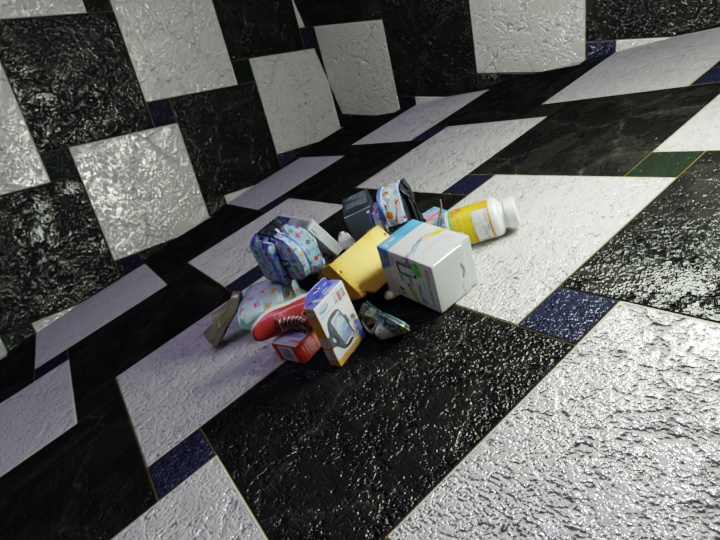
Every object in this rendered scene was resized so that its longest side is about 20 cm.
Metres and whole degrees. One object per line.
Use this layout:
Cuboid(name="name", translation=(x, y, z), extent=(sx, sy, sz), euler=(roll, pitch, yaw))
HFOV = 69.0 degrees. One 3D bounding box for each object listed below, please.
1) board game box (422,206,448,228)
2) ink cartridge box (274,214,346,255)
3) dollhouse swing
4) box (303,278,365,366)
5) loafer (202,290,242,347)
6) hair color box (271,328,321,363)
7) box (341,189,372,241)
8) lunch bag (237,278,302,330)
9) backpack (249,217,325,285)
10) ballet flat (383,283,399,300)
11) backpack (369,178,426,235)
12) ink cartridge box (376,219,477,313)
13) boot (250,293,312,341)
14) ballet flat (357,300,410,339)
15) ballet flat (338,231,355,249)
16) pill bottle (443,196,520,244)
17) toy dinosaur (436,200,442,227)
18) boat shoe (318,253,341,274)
Cuboid(name="board game box", translation=(0.233, -0.137, 1.684), extent=(0.151, 0.045, 0.200), euler=(-32, 24, -12))
Cuboid(name="ink cartridge box", translation=(-0.152, -0.097, 1.656), extent=(0.195, 0.200, 0.044), euler=(13, 66, 49))
Cuboid(name="dollhouse swing", translation=(0.000, 0.000, 1.512), extent=(0.200, 0.182, 0.176), euler=(-41, -13, -28))
Cuboid(name="box", translation=(-0.063, 0.119, 1.278), extent=(0.041, 0.201, 0.119), euler=(3, 37, 38))
Cuboid(name="loafer", translation=(-0.435, 0.146, 1.644), extent=(0.201, 0.068, 0.076), euler=(-60, 10, 9))
Cuboid(name="hair color box", translation=(-0.136, 0.161, 1.438), extent=(0.110, 0.064, 0.200), euler=(-2, 33, 45))
Cuboid(name="box", translation=(0.012, -0.176, 1.856), extent=(0.106, 0.149, 0.200), euler=(-23, 24, 7))
Cuboid(name="lunch bag", translation=(-0.283, 0.103, 1.631), extent=(0.169, 0.123, 0.200), euler=(-20, 19, 12))
Cuboid(name="backpack", translation=(-0.207, -0.046, 1.543), extent=(0.199, 0.184, 0.134), euler=(17, 47, 43))
Cuboid(name="ballet flat", translation=(0.102, 0.017, 1.492), extent=(0.066, 0.057, 0.200), euler=(-13, 28, 27))
Cuboid(name="backpack", translation=(0.111, -0.169, 1.568), extent=(0.153, 0.192, 0.200), euler=(-12, 22, 12))
Cuboid(name="ink cartridge box", translation=(0.171, -0.016, 1.340), extent=(0.146, 0.148, 0.199), euler=(-36, 36, -25))
Cuboid(name="boot", translation=(-0.189, 0.139, 1.378), extent=(0.199, 0.073, 0.144), euler=(-30, 25, -13))
Cuboid(name="ballet flat", translation=(0.053, 0.136, 1.314), extent=(0.074, 0.075, 0.200), euler=(-33, 23, -16))
Cuboid(name="ballet flat", translation=(-0.054, -0.098, 1.754), extent=(0.067, 0.063, 0.200), euler=(-20, 8, -4))
Cuboid(name="pill bottle", translation=(0.348, -0.142, 1.498), extent=(0.198, 0.112, 0.111), euler=(-16, 26, 22))
Cuboid(name="toy dinosaur", translation=(0.229, -0.090, 1.526), extent=(0.106, 0.060, 0.202), euler=(-35, 49, 54))
Cuboid(name="boat shoe", translation=(-0.104, -0.033, 1.773), extent=(0.074, 0.069, 0.200), euler=(6, 12, 22))
